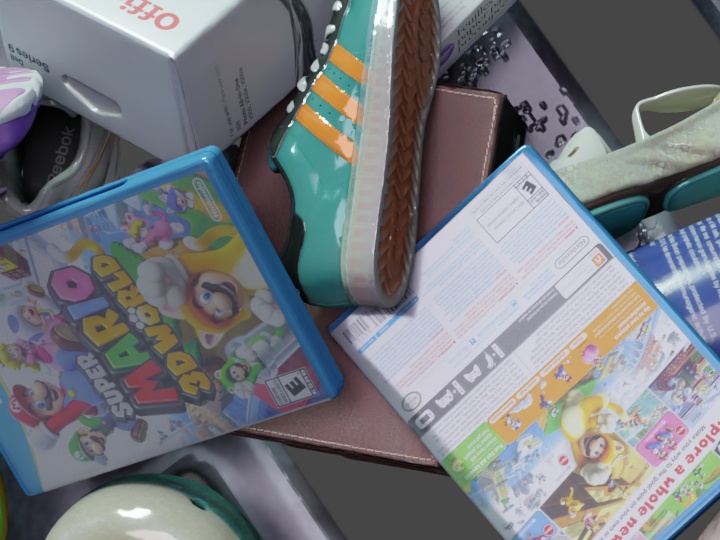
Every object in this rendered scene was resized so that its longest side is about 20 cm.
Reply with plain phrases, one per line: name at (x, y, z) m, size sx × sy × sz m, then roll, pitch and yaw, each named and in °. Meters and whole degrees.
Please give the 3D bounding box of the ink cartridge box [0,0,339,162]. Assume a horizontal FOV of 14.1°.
ink cartridge box at (-0.078, -0.163, 1.546) m, size 0.145 × 0.084 × 0.200 m, roll 27°, pitch 56°, yaw 31°

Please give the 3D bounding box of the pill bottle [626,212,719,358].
pill bottle at (0.213, 0.020, 1.533) m, size 0.199 × 0.111 × 0.112 m, roll -23°, pitch 81°, yaw 6°

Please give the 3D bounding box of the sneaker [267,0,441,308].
sneaker at (-0.010, -0.081, 1.500) m, size 0.079 × 0.071 × 0.201 m, roll 2°, pitch 76°, yaw 23°

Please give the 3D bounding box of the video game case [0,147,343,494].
video game case at (-0.125, 0.030, 1.503) m, size 0.199 × 0.018 × 0.144 m, roll -19°, pitch 111°, yaw 27°

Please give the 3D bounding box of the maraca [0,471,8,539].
maraca at (-0.266, 0.154, 1.597) m, size 0.137 × 0.107 × 0.200 m, roll 51°, pitch 117°, yaw 22°

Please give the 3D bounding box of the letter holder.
letter holder at (0.000, 0.000, 1.575) m, size 0.141 × 0.101 × 0.201 m, roll 9°, pitch 85°, yaw 11°

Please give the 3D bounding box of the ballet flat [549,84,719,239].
ballet flat at (0.146, -0.055, 1.563) m, size 0.199 × 0.068 × 0.063 m, roll -20°, pitch 69°, yaw -19°

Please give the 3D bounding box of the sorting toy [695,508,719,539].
sorting toy at (0.253, 0.204, 1.529) m, size 0.198 × 0.070 × 0.200 m, roll 38°, pitch 90°, yaw 10°

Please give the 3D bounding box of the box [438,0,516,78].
box at (0.089, -0.184, 1.584) m, size 0.041 × 0.039 × 0.200 m, roll 39°, pitch 75°, yaw 18°

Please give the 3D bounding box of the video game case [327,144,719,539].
video game case at (0.098, 0.057, 1.484) m, size 0.143 × 0.018 × 0.200 m, roll -42°, pitch 76°, yaw 6°

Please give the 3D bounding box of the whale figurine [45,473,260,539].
whale figurine at (-0.122, 0.201, 1.584) m, size 0.159 × 0.104 × 0.201 m, roll 30°, pitch 113°, yaw 9°

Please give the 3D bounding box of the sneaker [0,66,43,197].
sneaker at (-0.214, -0.063, 1.538) m, size 0.080 × 0.200 × 0.089 m, roll -4°, pitch 96°, yaw -18°

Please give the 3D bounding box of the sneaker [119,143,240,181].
sneaker at (-0.121, -0.008, 1.610) m, size 0.199 × 0.082 × 0.075 m, roll -20°, pitch 64°, yaw -13°

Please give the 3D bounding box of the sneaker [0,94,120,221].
sneaker at (-0.158, -0.114, 1.612) m, size 0.075 × 0.092 × 0.201 m, roll 6°, pitch 85°, yaw 8°
